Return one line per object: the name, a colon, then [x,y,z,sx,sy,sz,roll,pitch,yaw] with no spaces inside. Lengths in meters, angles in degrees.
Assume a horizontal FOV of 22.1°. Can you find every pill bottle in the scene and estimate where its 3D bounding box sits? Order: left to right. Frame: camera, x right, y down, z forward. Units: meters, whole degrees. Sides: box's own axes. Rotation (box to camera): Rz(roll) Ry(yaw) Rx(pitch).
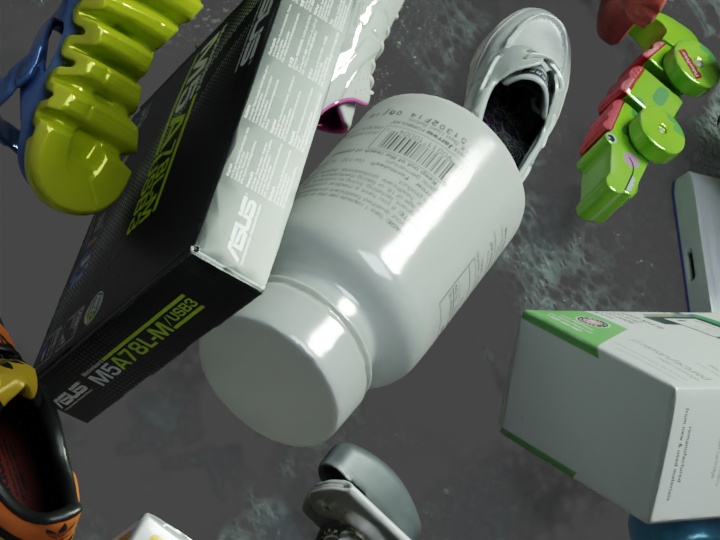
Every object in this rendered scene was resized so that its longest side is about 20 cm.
pill bottle: [0.000,0.000,1.027,0.114,0.114,0.200,45,51,-6]

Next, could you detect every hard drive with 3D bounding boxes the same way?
hard drive: [0.308,0.013,1.283,0.199,0.025,0.133,11,61,-29]

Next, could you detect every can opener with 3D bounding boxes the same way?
can opener: [0.051,0.174,1.015,0.200,0.053,0.067,43,52,-10]

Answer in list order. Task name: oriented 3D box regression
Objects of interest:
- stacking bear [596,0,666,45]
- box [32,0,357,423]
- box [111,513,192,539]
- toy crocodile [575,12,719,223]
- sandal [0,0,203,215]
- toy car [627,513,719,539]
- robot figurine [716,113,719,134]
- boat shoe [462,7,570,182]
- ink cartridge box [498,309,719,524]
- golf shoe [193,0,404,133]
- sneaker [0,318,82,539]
stacking bear: [0.118,-0.251,1.236,0.199,0.121,0.114,26,84,-6]
box: [-0.086,-0.042,0.939,0.047,0.193,0.201,29,55,-18]
box: [-0.121,0.230,0.834,0.101,0.112,0.201,36,52,-12]
toy crocodile: [0.186,-0.105,1.234,0.062,0.068,0.200,38,50,-6]
sandal: [-0.143,-0.129,0.985,0.079,0.087,0.201,35,75,-39]
toy car: [0.277,0.202,1.056,0.176,0.200,0.186,4,65,-32]
robot figurine: [0.320,-0.079,1.236,0.150,0.125,0.201,-24,85,-40]
boat shoe: [0.097,-0.105,1.172,0.072,0.068,0.200,43,51,-9]
ink cartridge box: [0.207,0.082,1.096,0.199,0.146,0.085,0,106,-34]
golf shoe: [-0.018,-0.136,1.120,0.200,0.075,0.092,-40,107,-38]
sneaker: [-0.185,0.048,0.895,0.070,0.090,0.201,-17,78,-38]
